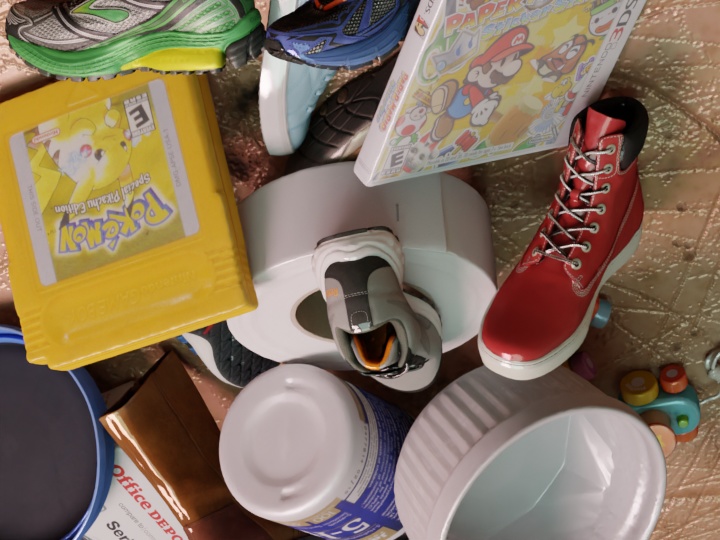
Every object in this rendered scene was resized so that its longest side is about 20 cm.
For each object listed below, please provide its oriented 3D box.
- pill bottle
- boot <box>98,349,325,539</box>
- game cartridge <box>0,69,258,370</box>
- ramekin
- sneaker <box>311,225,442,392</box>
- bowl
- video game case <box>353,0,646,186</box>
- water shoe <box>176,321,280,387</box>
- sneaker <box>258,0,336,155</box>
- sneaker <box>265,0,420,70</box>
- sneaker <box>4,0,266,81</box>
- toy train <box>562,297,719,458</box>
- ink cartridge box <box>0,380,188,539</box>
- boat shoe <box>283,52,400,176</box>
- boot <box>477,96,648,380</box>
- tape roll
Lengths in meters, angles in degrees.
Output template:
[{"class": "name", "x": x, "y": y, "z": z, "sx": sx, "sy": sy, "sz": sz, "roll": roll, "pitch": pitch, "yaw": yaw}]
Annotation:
[{"class": "pill bottle", "x": -0.011, "y": 0.152, "z": 1.514, "sx": 0.119, "sy": 0.120, "sz": 0.200, "roll": -24, "pitch": 153, "yaw": 21}, {"class": "boot", "x": -0.110, "y": 0.155, "z": 1.569, "sx": 0.068, "sy": 0.188, "sz": 0.200, "roll": -31, "pitch": 95, "yaw": 39}, {"class": "game cartridge", "x": -0.174, "y": -0.044, "z": 1.365, "sx": 0.175, "sy": 0.201, "sz": 0.032, "roll": -18, "pitch": 165, "yaw": 17}, {"class": "ramekin", "x": 0.120, "y": 0.160, "z": 1.451, "sx": 0.199, "sy": 0.105, "sz": 0.201, "roll": -15, "pitch": 125, "yaw": -22}, {"class": "sneaker", "x": 0.012, "y": 0.046, "z": 1.339, "sx": 0.074, "sy": 0.080, "sz": 0.200, "roll": -12, "pitch": 152, "yaw": 10}, {"class": "bowl", "x": -0.284, "y": 0.142, "z": 1.540, "sx": 0.200, "sy": 0.039, "sz": 0.202, "roll": 1, "pitch": 93, "yaw": 22}, {"class": "video game case", "x": 0.103, "y": -0.144, "z": 1.286, "sx": 0.199, "sy": 0.023, "sz": 0.183, "roll": -13, "pitch": 140, "yaw": -37}, {"class": "water shoe", "x": -0.122, "y": 0.022, "z": 1.488, "sx": 0.072, "sy": 0.079, "sz": 0.200, "roll": -45, "pitch": 143, "yaw": 0}, {"class": "sneaker", "x": -0.024, "y": -0.159, "z": 1.324, "sx": 0.081, "sy": 0.074, "sz": 0.201, "roll": 9, "pitch": 130, "yaw": 0}, {"class": "sneaker", "x": 0.013, "y": -0.197, "z": 1.243, "sx": 0.075, "sy": 0.200, "sz": 0.079, "roll": 20, "pitch": 141, "yaw": 47}, {"class": "sneaker", "x": -0.155, "y": -0.179, "z": 1.306, "sx": 0.199, "sy": 0.078, "sz": 0.086, "roll": -1, "pitch": 114, "yaw": 27}, {"class": "toy train", "x": 0.202, "y": 0.083, "z": 1.521, "sx": 0.199, "sy": 0.056, "sz": 0.151, "roll": 22, "pitch": 128, "yaw": -13}, {"class": "ink cartridge box", "x": -0.233, "y": 0.196, "z": 1.623, "sx": 0.199, "sy": 0.083, "sz": 0.147, "roll": -24, "pitch": 124, "yaw": 21}, {"class": "boat shoe", "x": 0.029, "y": -0.103, "z": 1.367, "sx": 0.200, "sy": 0.076, "sz": 0.072, "roll": -34, "pitch": 122, "yaw": 29}, {"class": "boot", "x": 0.141, "y": -0.030, "z": 1.342, "sx": 0.072, "sy": 0.200, "sz": 0.145, "roll": 21, "pitch": 140, "yaw": 21}, {"class": "tape roll", "x": 0.000, "y": 0.000, "z": 1.409, "sx": 0.201, "sy": 0.071, "sz": 0.203, "roll": -3, "pitch": 152, "yaw": -2}]
